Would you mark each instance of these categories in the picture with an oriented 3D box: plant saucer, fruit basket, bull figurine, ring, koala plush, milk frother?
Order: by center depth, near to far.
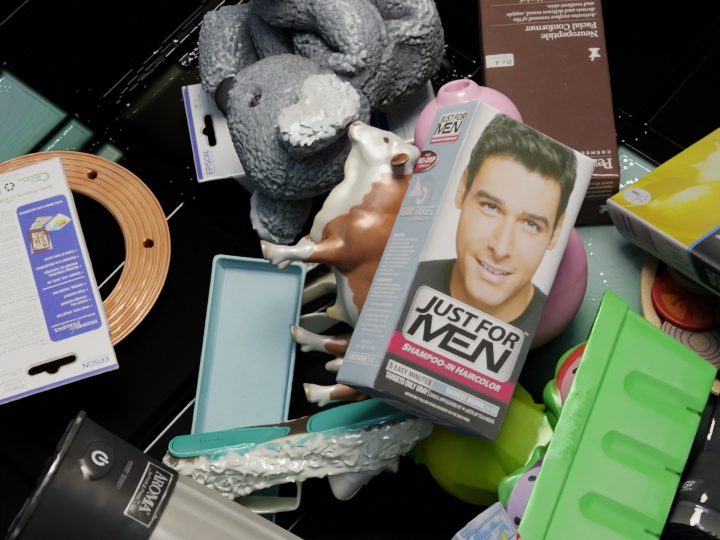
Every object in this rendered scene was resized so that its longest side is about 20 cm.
[{"bbox_3d":[-0.160,0.229,1.188,0.188,0.200,0.181,30,56,-6],"label":"milk frother"},{"bbox_3d":[0.119,0.117,1.214,0.215,0.156,0.216,0,70,1],"label":"fruit basket"},{"bbox_3d":[0.000,0.000,1.230,0.121,0.200,0.065,-15,21,0],"label":"bull figurine"},{"bbox_3d":[-0.083,0.091,1.280,0.070,0.019,0.201,5,81,8],"label":"plant saucer"},{"bbox_3d":[-0.035,-0.132,1.307,0.183,0.177,0.200,19,52,-9],"label":"koala plush"},{"bbox_3d":[-0.247,-0.006,1.386,0.200,0.019,0.201,-2,60,3],"label":"ring"}]

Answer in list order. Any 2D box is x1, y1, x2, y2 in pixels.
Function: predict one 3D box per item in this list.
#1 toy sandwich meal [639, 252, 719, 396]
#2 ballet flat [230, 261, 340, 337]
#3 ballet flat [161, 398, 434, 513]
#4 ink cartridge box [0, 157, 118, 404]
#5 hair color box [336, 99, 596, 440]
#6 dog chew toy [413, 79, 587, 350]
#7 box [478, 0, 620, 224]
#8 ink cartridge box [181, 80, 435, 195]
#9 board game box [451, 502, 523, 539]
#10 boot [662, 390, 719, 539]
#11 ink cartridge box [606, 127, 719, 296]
[{"bbox_3d":[0.307,0.006,1.302,0.204,0.070,0.206,-2,60,4],"label":"toy sandwich meal"},{"bbox_3d":[-0.009,0.003,1.332,0.200,0.072,0.072,-28,62,-4],"label":"ballet flat"},{"bbox_3d":[-0.038,0.132,1.233,0.199,0.072,0.072,-11,59,9],"label":"ballet flat"},{"bbox_3d":[-0.249,0.011,1.346,0.094,0.037,0.200,-17,58,-6],"label":"ink cartridge box"},{"bbox_3d":[0.070,0.000,1.168,0.099,0.061,0.200,24,80,-22],"label":"hair color box"},{"bbox_3d":[0.091,-0.041,1.272,0.124,0.200,0.125,-14,24,6],"label":"dog chew toy"},{"bbox_3d":[0.146,-0.136,1.398,0.100,0.075,0.201,-4,62,2],"label":"box"},{"bbox_3d":[-0.038,-0.119,1.423,0.199,0.039,0.100,-10,60,-3],"label":"ink cartridge box"},{"bbox_3d":[0.081,0.259,1.108,0.200,0.200,0.062,30,27,20],"label":"board game box"},{"bbox_3d":[0.309,0.125,1.205,0.165,0.066,0.200,35,65,-15],"label":"boot"},{"bbox_3d":[0.305,-0.061,1.260,0.200,0.047,0.198,-35,25,-7],"label":"ink cartridge box"}]
